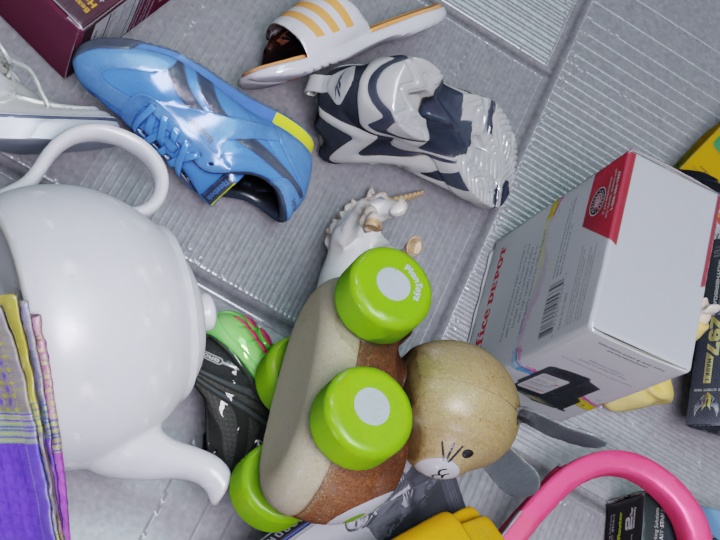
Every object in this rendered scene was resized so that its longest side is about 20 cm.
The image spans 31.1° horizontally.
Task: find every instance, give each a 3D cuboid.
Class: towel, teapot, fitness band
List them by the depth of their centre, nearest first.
[{"bbox_3d":[-0.240,0.115,0.757,0.144,0.023,0.200,-4,98,18],"label":"towel"},{"bbox_3d":[-0.166,0.029,0.846,0.146,0.197,0.200,-8,119,-28],"label":"teapot"},{"bbox_3d":[0.164,0.222,0.923,0.144,0.037,0.200,43,70,6],"label":"fitness band"}]

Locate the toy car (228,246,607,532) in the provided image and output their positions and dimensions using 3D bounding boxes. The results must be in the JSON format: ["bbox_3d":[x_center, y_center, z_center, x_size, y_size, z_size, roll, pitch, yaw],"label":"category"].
[{"bbox_3d":[0.044,0.102,0.814,0.200,0.164,0.158,21,57,-16],"label":"toy car"}]

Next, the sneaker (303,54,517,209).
[{"bbox_3d":[0.032,-0.111,1.031,0.199,0.130,0.080,21,83,-51],"label":"sneaker"}]

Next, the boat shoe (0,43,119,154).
[{"bbox_3d":[-0.272,-0.131,0.919,0.202,0.075,0.086,3,87,-13],"label":"boat shoe"}]

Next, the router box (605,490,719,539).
[{"bbox_3d":[0.258,0.281,0.978,0.150,0.062,0.200,15,67,-14],"label":"router box"}]

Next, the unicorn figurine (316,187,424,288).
[{"bbox_3d":[0.000,0.000,0.960,0.074,0.137,0.200,33,77,-18],"label":"unicorn figurine"}]

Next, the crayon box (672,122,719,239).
[{"bbox_3d":[0.321,-0.047,1.128,0.126,0.052,0.200,48,63,1],"label":"crayon box"}]

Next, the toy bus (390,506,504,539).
[{"bbox_3d":[0.015,0.212,0.818,0.200,0.078,0.065,-23,68,-31],"label":"toy bus"}]

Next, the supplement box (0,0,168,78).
[{"bbox_3d":[-0.188,-0.256,0.992,0.110,0.086,0.200,45,62,-1],"label":"supplement box"}]

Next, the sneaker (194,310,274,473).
[{"bbox_3d":[-0.067,0.125,0.918,0.084,0.077,0.200,-31,91,8],"label":"sneaker"}]

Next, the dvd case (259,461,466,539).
[{"bbox_3d":[-0.003,0.220,0.884,0.200,0.025,0.150,-31,116,-27],"label":"dvd case"}]

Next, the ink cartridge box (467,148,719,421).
[{"bbox_3d":[0.165,0.021,0.962,0.083,0.200,0.146,24,65,-14],"label":"ink cartridge box"}]

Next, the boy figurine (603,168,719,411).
[{"bbox_3d":[0.238,0.023,1.015,0.064,0.124,0.200,5,106,-23],"label":"boy figurine"}]

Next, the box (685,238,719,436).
[{"bbox_3d":[0.363,0.073,1.063,0.200,0.051,0.158,18,77,-28],"label":"box"}]

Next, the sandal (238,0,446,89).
[{"bbox_3d":[-0.021,-0.198,1.037,0.207,0.079,0.059,-28,103,-35],"label":"sandal"}]

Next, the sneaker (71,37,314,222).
[{"bbox_3d":[-0.124,-0.101,0.956,0.200,0.066,0.078,27,58,-23],"label":"sneaker"}]
